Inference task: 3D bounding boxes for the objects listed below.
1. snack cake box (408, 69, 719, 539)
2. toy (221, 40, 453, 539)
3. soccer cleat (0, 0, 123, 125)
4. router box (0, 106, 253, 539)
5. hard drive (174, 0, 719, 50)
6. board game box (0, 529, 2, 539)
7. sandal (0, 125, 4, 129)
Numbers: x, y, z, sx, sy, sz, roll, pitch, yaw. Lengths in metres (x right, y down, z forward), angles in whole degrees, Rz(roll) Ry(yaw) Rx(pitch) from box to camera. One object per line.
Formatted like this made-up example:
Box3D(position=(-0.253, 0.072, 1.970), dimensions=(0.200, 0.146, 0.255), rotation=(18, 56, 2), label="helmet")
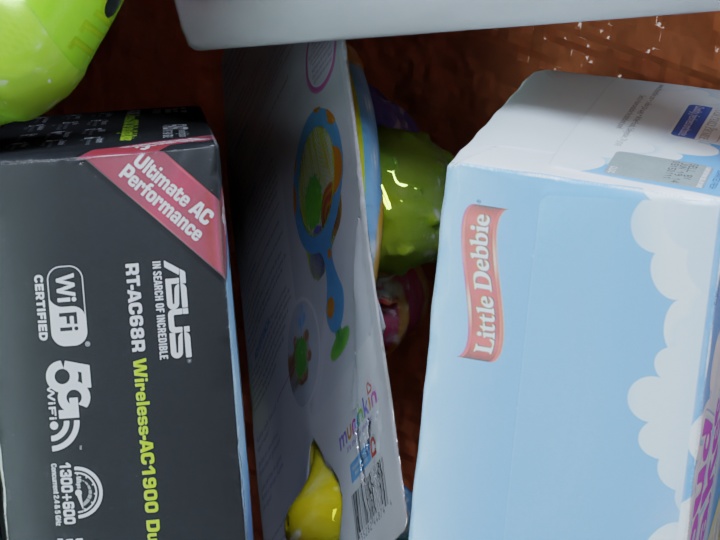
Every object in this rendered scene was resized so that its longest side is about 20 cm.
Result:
Box3D(position=(0.054, 0.061, 0.737), dimensions=(0.067, 0.115, 0.201), rotation=(8, 107, 11), label="snack cake box")
Box3D(position=(0.000, 0.000, 0.796), dimensions=(0.115, 0.047, 0.201), rotation=(122, 150, -56), label="toy")
Box3D(position=(-0.136, -0.114, 0.740), dimensions=(0.200, 0.068, 0.081), rotation=(38, 88, 15), label="soccer cleat")
Box3D(position=(-0.063, 0.036, 0.803), dimensions=(0.200, 0.062, 0.151), rotation=(-121, 27, -83), label="router box")
Box3D(position=(0.024, -0.122, 0.695), dimensions=(0.200, 0.026, 0.132), rotation=(0, 105, 43), label="hard drive")
Box3D(position=(-0.103, 0.141, 0.864), dimensions=(0.152, 0.045, 0.201), rotation=(-118, 10, -72), label="board game box")
Box3D(position=(-0.134, -0.029, 0.944), dimensions=(0.082, 0.050, 0.203), rotation=(37, 107, 54), label="sandal")
